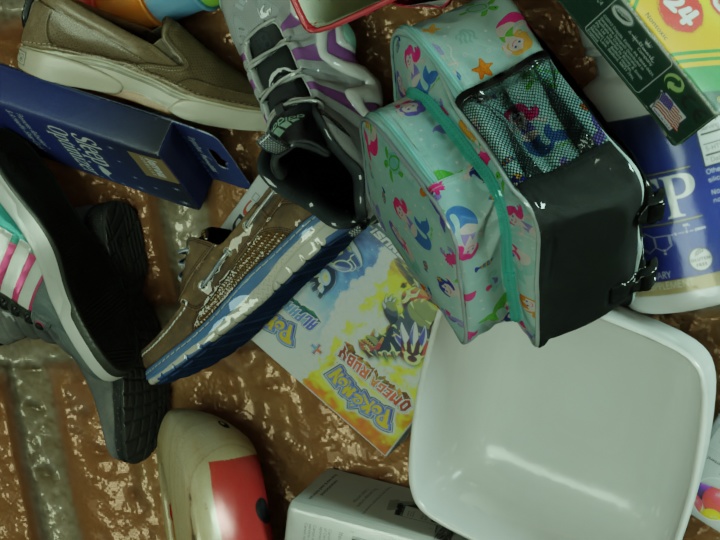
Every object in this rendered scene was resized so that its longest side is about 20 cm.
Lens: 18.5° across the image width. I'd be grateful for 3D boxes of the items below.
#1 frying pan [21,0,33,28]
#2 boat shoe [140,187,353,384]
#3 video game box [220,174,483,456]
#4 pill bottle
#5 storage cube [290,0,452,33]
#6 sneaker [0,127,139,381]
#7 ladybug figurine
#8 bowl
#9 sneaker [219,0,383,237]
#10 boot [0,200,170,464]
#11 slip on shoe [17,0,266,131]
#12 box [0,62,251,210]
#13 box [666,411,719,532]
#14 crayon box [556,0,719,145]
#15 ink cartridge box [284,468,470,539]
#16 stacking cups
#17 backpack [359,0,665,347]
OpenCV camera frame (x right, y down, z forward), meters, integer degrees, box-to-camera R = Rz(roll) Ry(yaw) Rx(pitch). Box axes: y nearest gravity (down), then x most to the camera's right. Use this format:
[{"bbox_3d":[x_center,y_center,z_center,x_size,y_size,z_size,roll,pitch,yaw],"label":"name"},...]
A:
[{"bbox_3d":[-0.183,-0.262,1.573,0.115,0.031,0.191,8,105,19],"label":"frying pan"},{"bbox_3d":[-0.088,0.003,1.545,0.200,0.072,0.072,-40,77,22],"label":"boat shoe"},{"bbox_3d":[0.000,0.000,1.567,0.200,0.047,0.182,40,116,7],"label":"video game box"},{"bbox_3d":[0.205,-0.083,1.426,0.119,0.120,0.201,-12,99,23],"label":"pill bottle"},{"bbox_3d":[0.035,-0.269,1.410,0.171,0.180,0.200,-20,97,24],"label":"storage cube"},{"bbox_3d":[-0.251,0.012,1.587,0.121,0.084,0.200,-35,80,26],"label":"sneaker"},{"bbox_3d":[-0.102,0.198,1.617,0.072,0.136,0.201,-8,87,-10],"label":"ladybug figurine"},{"bbox_3d":[0.141,0.101,1.489,0.199,0.075,0.201,20,117,20],"label":"bowl"},{"bbox_3d":[-0.043,-0.109,1.453,0.078,0.140,0.200,-41,87,29],"label":"sneaker"},{"bbox_3d":[-0.219,0.048,1.658,0.131,0.070,0.201,-6,90,25],"label":"boot"},{"bbox_3d":[-0.135,-0.145,1.538,0.199,0.076,0.061,15,102,-8],"label":"slip on shoe"},{"bbox_3d":[-0.182,-0.094,1.573,0.199,0.121,0.032,18,77,15],"label":"box"},{"bbox_3d":[0.321,0.110,1.475,0.156,0.041,0.200,31,112,11],"label":"box"},{"bbox_3d":[0.223,-0.181,1.354,0.127,0.200,0.051,50,146,1],"label":"crayon box"},{"bbox_3d":[0.046,0.242,1.590,0.199,0.083,0.147,13,109,17],"label":"ink cartridge box"},{"bbox_3d":[-0.126,-0.197,1.560,0.200,0.060,0.061,-21,95,27],"label":"stacking cups"},{"bbox_3d":[0.082,-0.066,1.381,0.150,0.178,0.200,-20,57,-8],"label":"backpack"}]
